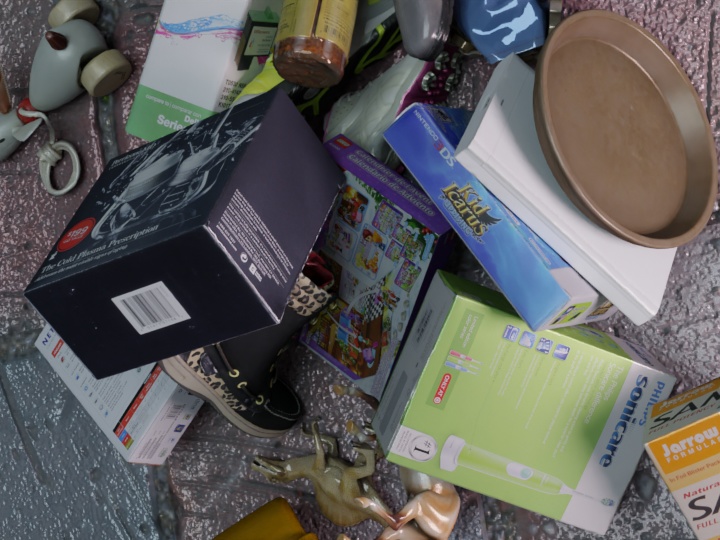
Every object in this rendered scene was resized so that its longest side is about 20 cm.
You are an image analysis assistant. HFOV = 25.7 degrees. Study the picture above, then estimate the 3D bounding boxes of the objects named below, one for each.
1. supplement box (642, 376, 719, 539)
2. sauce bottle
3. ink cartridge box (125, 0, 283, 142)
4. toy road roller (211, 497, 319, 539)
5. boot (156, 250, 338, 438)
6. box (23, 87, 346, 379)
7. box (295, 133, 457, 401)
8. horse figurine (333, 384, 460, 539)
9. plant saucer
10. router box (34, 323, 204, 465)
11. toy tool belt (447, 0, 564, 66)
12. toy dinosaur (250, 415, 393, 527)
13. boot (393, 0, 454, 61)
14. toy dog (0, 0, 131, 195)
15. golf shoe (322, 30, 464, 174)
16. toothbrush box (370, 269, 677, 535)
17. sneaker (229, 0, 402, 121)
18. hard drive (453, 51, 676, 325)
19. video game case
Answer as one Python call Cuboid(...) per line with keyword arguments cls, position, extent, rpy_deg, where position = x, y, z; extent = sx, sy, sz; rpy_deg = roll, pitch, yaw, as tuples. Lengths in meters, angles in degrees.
Cuboid(cls="supplement box", position=(0.319, 0.176, 1.209), extent=(0.126, 0.074, 0.200), rpy_deg=(-28, 101, 23))
Cuboid(cls="sauce bottle", position=(-0.027, -0.253, 1.330), extent=(0.066, 0.066, 0.201), rpy_deg=(2, 66, 25))
Cuboid(cls="ink cartridge box", position=(-0.113, -0.200, 1.404), extent=(0.084, 0.145, 0.201), rpy_deg=(22, 99, 23))
Cuboid(cls="toy road roller", position=(-0.072, 0.269, 1.360), extent=(0.123, 0.200, 0.146), rpy_deg=(-33, 71, -6))
Cuboid(cls="boot", position=(-0.072, 0.062, 1.367), extent=(0.153, 0.203, 0.074), rpy_deg=(-35, 50, 14))
Cuboid(cls="box", position=(-0.139, -0.029, 1.271), extent=(0.199, 0.182, 0.104), rpy_deg=(-18, 121, 32))
Cuboid(cls="box", position=(0.000, 0.000, 1.364), extent=(0.137, 0.039, 0.201), rpy_deg=(36, 133, 20))
Cuboid(cls="horse figurine", position=(0.042, 0.173, 1.329), extent=(0.050, 0.132, 0.201), rpy_deg=(-30, 57, 50))
Cuboid(cls="plant saucer", position=(0.206, -0.109, 1.241), extent=(0.029, 0.199, 0.201), rpy_deg=(-27, 78, 48))
Cuboid(cls="router box", position=(-0.198, 0.048, 1.474), extent=(0.180, 0.049, 0.200), rpy_deg=(45, 108, 33))
Cuboid(cls="toy tool belt", position=(0.126, -0.216, 1.296), extent=(0.124, 0.123, 0.201), rpy_deg=(-21, 81, 9))
Cuboid(cls="toy dinosaur", position=(-0.005, 0.191, 1.416), extent=(0.199, 0.058, 0.102), rpy_deg=(27, 116, 29))
Cuboid(cls="boot", position=(-0.001, -0.265, 1.282), extent=(0.070, 0.131, 0.201), rpy_deg=(-37, 59, 58))
Cuboid(cls="toy dog", position=(-0.314, -0.177, 1.523), extent=(0.132, 0.096, 0.201), rpy_deg=(34, 104, 21))
Cuboid(cls="golf shoe", position=(0.015, -0.140, 1.387), extent=(0.091, 0.075, 0.200), rpy_deg=(38, 104, 23))
Cuboid(cls="toothbrush box", position=(0.129, 0.107, 1.274), extent=(0.199, 0.086, 0.146), rpy_deg=(20, 101, -12))
Cuboid(cls="sneaker", position=(-0.041, -0.192, 1.379), extent=(0.200, 0.075, 0.076), rpy_deg=(-39, 76, -18))
Cuboid(cls="hard drive", position=(0.169, -0.066, 1.239), extent=(0.200, 0.132, 0.026), rpy_deg=(41, 134, -13))
Cuboid(cls="video game case", position=(0.126, -0.045, 1.275), extent=(0.045, 0.181, 0.200), rpy_deg=(-42, 74, 20))
